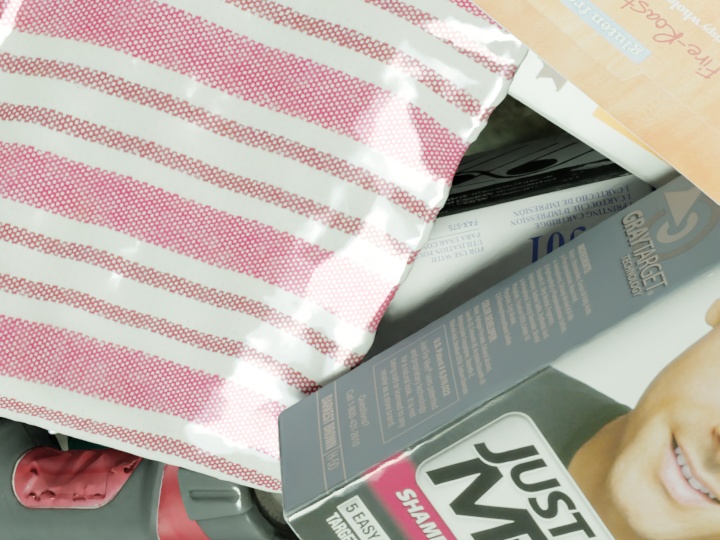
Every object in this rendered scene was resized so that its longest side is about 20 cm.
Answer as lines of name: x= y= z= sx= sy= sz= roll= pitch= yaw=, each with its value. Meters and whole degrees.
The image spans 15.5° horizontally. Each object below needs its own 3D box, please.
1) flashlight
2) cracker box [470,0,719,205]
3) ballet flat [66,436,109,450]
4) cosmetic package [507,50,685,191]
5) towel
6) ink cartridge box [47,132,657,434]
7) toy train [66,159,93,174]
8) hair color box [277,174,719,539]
flashlight: x=-0.091 y=0.075 z=0.996 sx=0.199 sy=0.068 sz=0.068 roll=-3 pitch=136 yaw=44
cracker box: x=0.087 y=-0.127 z=0.650 sx=0.134 sy=0.200 sz=0.058 roll=37 pitch=139 yaw=-15
ballet flat: x=-0.021 y=0.092 z=1.051 sx=0.199 sy=0.072 sz=0.072 roll=5 pitch=136 yaw=25
cosmetic package: x=0.060 y=-0.108 z=0.759 sx=0.200 sy=0.071 sz=0.102 roll=31 pitch=115 yaw=-8
towel: x=-0.046 y=-0.027 z=0.737 sx=0.146 sy=0.030 sz=0.200 roll=17 pitch=119 yaw=-19
ink cartridge box: x=0.000 y=0.000 z=0.838 sx=0.199 sy=0.094 sz=0.044 roll=-13 pitch=102 yaw=10
toy train: x=-0.116 y=-0.089 z=0.823 sx=0.114 sy=0.087 sz=0.200 roll=43 pitch=172 yaw=-14
hair color box: x=0.086 y=0.041 z=0.748 sx=0.200 sy=0.061 sz=0.099 roll=-31 pitch=114 yaw=11
